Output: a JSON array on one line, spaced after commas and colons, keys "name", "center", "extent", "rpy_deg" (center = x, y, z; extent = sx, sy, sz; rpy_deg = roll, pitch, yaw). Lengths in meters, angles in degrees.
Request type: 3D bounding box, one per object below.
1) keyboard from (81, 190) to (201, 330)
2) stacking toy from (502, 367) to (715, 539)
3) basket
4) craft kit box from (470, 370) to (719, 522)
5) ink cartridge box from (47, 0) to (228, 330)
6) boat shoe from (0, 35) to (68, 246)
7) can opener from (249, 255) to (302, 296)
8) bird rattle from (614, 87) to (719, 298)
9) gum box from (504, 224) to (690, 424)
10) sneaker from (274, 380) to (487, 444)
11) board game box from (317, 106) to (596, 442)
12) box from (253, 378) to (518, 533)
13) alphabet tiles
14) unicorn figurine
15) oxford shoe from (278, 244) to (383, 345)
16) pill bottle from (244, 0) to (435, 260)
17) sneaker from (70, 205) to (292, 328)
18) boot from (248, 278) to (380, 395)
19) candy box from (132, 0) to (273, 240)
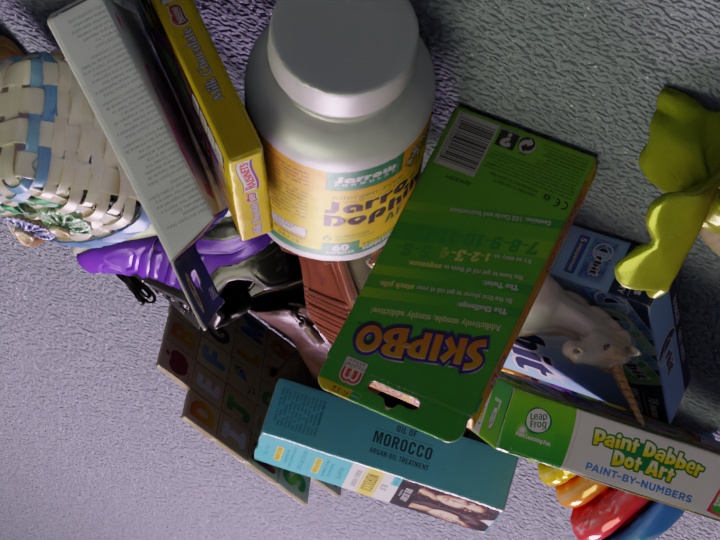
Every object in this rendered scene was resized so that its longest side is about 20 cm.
[{"name": "keyboard", "center": [-0.193, -0.026, 1.563], "extent": [0.200, 0.021, 0.127], "rpy_deg": [43, 152, 14]}, {"name": "stacking toy", "center": [0.151, 0.113, 1.461], "extent": [0.200, 0.116, 0.110], "rpy_deg": [43, 154, -5]}, {"name": "basket", "center": [-0.181, -0.085, 1.381], "extent": [0.199, 0.140, 0.176], "rpy_deg": [1, 177, -35]}, {"name": "craft kit box", "center": [0.167, 0.115, 1.292], "extent": [0.197, 0.049, 0.200], "rpy_deg": [15, -179, -7]}, {"name": "ink cartridge box", "center": [-0.119, -0.068, 1.206], "extent": [0.201, 0.043, 0.196], "rpy_deg": [63, -179, -4]}, {"name": "boat shoe", "center": [-0.281, -0.106, 1.509], "extent": [0.069, 0.071, 0.201], "rpy_deg": [38, 150, 35]}, {"name": "can opener", "center": [-0.109, -0.015, 1.548], "extent": [0.063, 0.079, 0.200], "rpy_deg": [-4, -171, -42]}, {"name": "bird rattle", "center": [0.246, -0.032, 1.063], "extent": [0.199, 0.113, 0.163], "rpy_deg": [0, 158, 28]}, {"name": "gum box", "center": [0.121, 0.021, 1.346], "extent": [0.199, 0.045, 0.170], "rpy_deg": [18, 155, 22]}, {"name": "sneaker", "center": [0.027, 0.103, 1.617], "extent": [0.199, 0.075, 0.106], "rpy_deg": [17, 153, 4]}, {"name": "board game box", "center": [0.058, 0.003, 1.173], "extent": [0.095, 0.201, 0.030], "rpy_deg": [22, 158, 17]}, {"name": "box", "center": [0.019, 0.148, 1.561], "extent": [0.199, 0.049, 0.082], "rpy_deg": [18, 158, -1]}, {"name": "alphabet tiles", "center": [-0.086, 0.102, 1.645], "extent": [0.200, 0.167, 0.006], "rpy_deg": [38, 123, -22]}, {"name": "unicorn figurine", "center": [0.088, 0.024, 1.257], "extent": [0.137, 0.074, 0.200], "rpy_deg": [25, 175, -27]}, {"name": "oxford shoe", "center": [0.000, 0.000, 1.364], "extent": [0.071, 0.074, 0.200], "rpy_deg": [25, 148, 42]}, {"name": "pill bottle", "center": [-0.013, -0.093, 1.169], "extent": [0.112, 0.113, 0.200], "rpy_deg": [26, 157, 8]}, {"name": "sneaker", "center": [-0.130, -0.002, 1.452], "extent": [0.200, 0.069, 0.100], "rpy_deg": [-11, 103, 39]}, {"name": "boot", "center": [-0.030, 0.049, 1.521], "extent": [0.199, 0.073, 0.166], "rpy_deg": [-13, 149, 39]}, {"name": "candy box", "center": [-0.102, -0.124, 1.170], "extent": [0.102, 0.026, 0.201], "rpy_deg": [82, 164, -65]}]
